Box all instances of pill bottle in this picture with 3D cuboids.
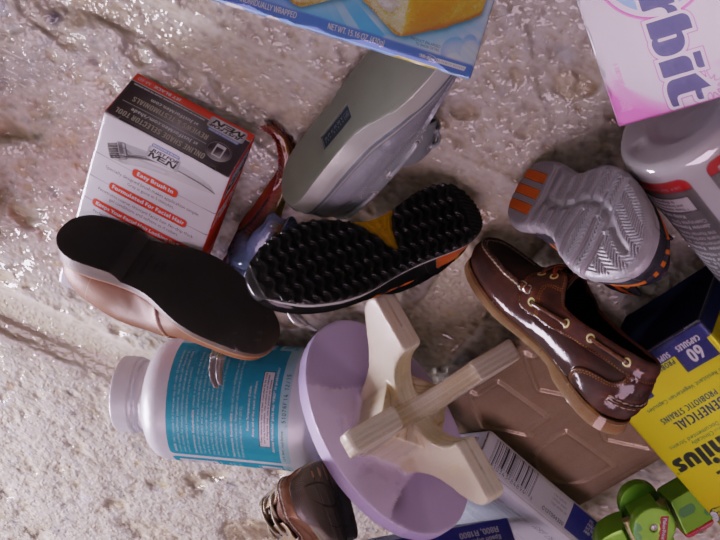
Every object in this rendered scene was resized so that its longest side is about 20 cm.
[{"bbox_3d":[-0.124,0.120,1.175,0.197,0.112,0.112,4,133,10],"label":"pill bottle"},{"bbox_3d":[0.283,-0.047,0.915,0.113,0.115,0.200,-27,120,33],"label":"pill bottle"}]

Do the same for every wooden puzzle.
[{"bbox_3d":[0.182,0.121,1.146,0.184,0.047,0.200,36,135,-17],"label":"wooden puzzle"}]

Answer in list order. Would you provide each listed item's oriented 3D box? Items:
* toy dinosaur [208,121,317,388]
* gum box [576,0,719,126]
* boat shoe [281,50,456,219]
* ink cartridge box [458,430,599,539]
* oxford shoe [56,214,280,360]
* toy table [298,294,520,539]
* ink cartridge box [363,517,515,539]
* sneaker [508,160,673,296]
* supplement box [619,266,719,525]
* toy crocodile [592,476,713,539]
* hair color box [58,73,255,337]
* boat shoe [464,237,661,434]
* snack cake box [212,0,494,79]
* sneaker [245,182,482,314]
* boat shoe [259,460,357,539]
[{"bbox_3d":[-0.085,-0.005,1.100,0.104,0.203,0.180,0,173,-40],"label":"toy dinosaur"},{"bbox_3d":[0.191,-0.196,0.803,0.112,0.066,0.202,-13,112,26],"label":"gum box"},{"bbox_3d":[0.021,-0.110,0.968,0.071,0.071,0.201,17,134,-36],"label":"boat shoe"},{"bbox_3d":[0.124,0.227,1.240,0.196,0.044,0.199,40,154,-21],"label":"ink cartridge box"},{"bbox_3d":[-0.150,0.024,1.028,0.198,0.071,0.072,26,139,17],"label":"oxford shoe"},{"bbox_3d":[0.037,0.117,1.070,0.201,0.183,0.117,50,146,3],"label":"toy table"},{"bbox_3d":[0.035,0.261,1.172,0.197,0.041,0.200,-5,169,-28],"label":"ink cartridge box"},{"bbox_3d":[0.193,-0.022,0.933,0.111,0.200,0.078,28,98,-21],"label":"sneaker"},{"bbox_3d":[0.300,0.111,1.021,0.200,0.110,0.109,47,128,-5],"label":"supplement box"},{"bbox_3d":[0.292,0.204,1.141,0.198,0.068,0.062,-29,103,4],"label":"toy crocodile"},{"bbox_3d":[-0.170,-0.048,1.061,0.110,0.064,0.201,27,134,-1],"label":"hair color box"},{"bbox_3d":[0.157,0.033,0.994,0.070,0.200,0.071,-4,131,-41],"label":"boat shoe"},{"bbox_3d":[-0.005,-0.212,0.841,0.197,0.067,0.117,16,106,-1],"label":"snack cake box"},{"bbox_3d":[0.000,0.000,1.004,0.198,0.071,0.090,-20,158,-24],"label":"sneaker"},{"bbox_3d":[-0.050,0.214,1.122,0.071,0.077,0.200,-14,161,4],"label":"boat shoe"}]
